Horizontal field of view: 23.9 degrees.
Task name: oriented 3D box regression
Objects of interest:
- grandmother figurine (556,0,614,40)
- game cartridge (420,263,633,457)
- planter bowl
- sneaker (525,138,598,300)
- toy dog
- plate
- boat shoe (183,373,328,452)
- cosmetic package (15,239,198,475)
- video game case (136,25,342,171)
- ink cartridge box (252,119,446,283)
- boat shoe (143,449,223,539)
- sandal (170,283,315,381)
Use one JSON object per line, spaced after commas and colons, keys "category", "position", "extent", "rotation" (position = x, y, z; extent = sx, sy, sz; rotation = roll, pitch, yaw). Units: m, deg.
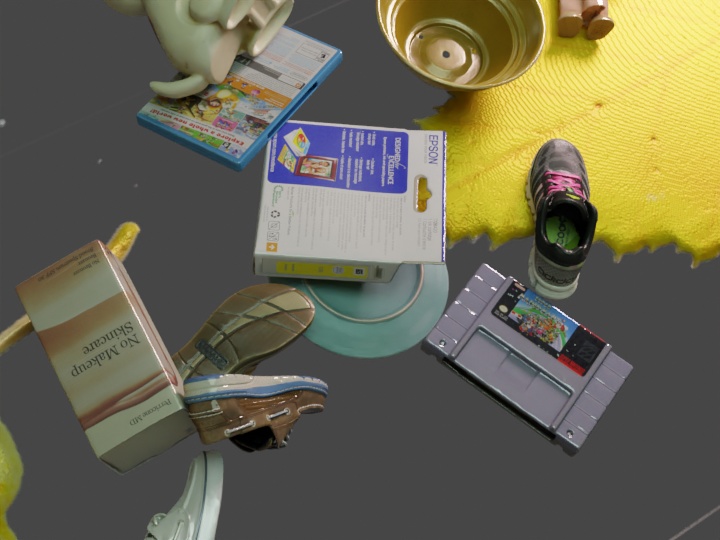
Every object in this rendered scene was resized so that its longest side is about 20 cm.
{"category": "grandmother figurine", "position": [0.274, -0.379, 2.086], "extent": [0.121, 0.061, 0.201], "rotation": [8, 62, -18]}
{"category": "game cartridge", "position": [0.179, 0.091, 1.817], "extent": [0.200, 0.038, 0.130], "rotation": [35, 64, 7]}
{"category": "planter bowl", "position": [0.107, -0.270, 1.971], "extent": [0.200, 0.084, 0.201], "rotation": [6, 60, -9]}
{"category": "sneaker", "position": [0.226, -0.071, 1.884], "extent": [0.073, 0.088, 0.201], "rotation": [11, 59, -7]}
{"category": "toy dog", "position": [-0.203, -0.303, 1.891], "extent": [0.200, 0.139, 0.194], "rotation": [35, 98, 18]}
{"category": "plate", "position": [0.000, 0.000, 1.831], "extent": [0.199, 0.026, 0.201], "rotation": [5, 61, -9]}
{"category": "boat shoe", "position": [-0.102, 0.141, 1.672], "extent": [0.200, 0.072, 0.073], "rotation": [5, 77, -53]}
{"category": "cosmetic package", "position": [-0.246, 0.085, 1.675], "extent": [0.103, 0.087, 0.200], "rotation": [-31, 70, -1]}
{"category": "video game case", "position": [-0.133, -0.204, 1.895], "extent": [0.143, 0.018, 0.200], "rotation": [26, 57, 22]}
{"category": "ink cartridge box", "position": [-0.009, -0.074, 1.830], "extent": [0.199, 0.047, 0.198], "rotation": [5, 50, -2]}
{"category": "boat shoe", "position": [-0.175, 0.259, 1.619], "extent": [0.065, 0.074, 0.201], "rotation": [15, 58, -9]}
{"category": "sandal", "position": [-0.134, 0.086, 1.741], "extent": [0.200, 0.054, 0.080], "rotation": [-41, 70, -13]}
